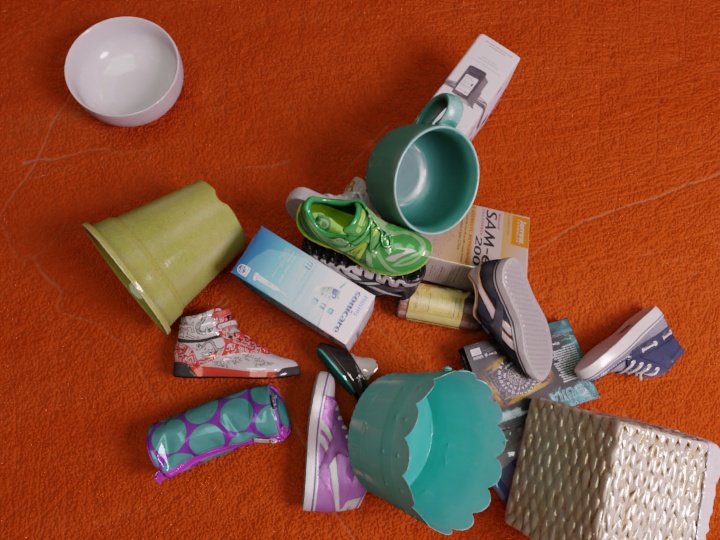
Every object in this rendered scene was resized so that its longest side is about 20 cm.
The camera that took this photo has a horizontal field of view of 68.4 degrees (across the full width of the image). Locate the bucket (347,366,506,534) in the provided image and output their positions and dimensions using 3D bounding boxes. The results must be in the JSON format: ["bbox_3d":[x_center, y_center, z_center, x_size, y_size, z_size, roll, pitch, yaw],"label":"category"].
[{"bbox_3d":[0.090,0.237,0.735,0.205,0.134,0.210,3,85,-39],"label":"bucket"}]

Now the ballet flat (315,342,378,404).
[{"bbox_3d":[0.009,0.185,0.827,0.068,0.068,0.201,-33,88,-20],"label":"ballet flat"}]

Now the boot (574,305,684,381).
[{"bbox_3d":[0.428,0.139,0.829,0.199,0.073,0.091,-30,81,-22],"label":"boot"}]

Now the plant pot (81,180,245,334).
[{"bbox_3d":[-0.287,-0.038,0.826,0.184,0.201,0.200,-40,79,-23],"label":"plant pot"}]

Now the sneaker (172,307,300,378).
[{"bbox_3d":[-0.193,0.115,0.835,0.198,0.067,0.109,1,77,1],"label":"sneaker"}]

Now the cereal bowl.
[{"bbox_3d":[-0.410,-0.342,0.946,0.197,0.083,0.203,0,75,-1],"label":"cereal bowl"}]

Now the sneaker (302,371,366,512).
[{"bbox_3d":[-0.027,0.257,0.804,0.113,0.073,0.203,3,85,-4],"label":"sneaker"}]

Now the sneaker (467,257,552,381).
[{"bbox_3d":[0.225,0.073,0.800,0.078,0.079,0.202,-34,108,-36],"label":"sneaker"}]

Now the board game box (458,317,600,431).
[{"bbox_3d":[0.265,0.163,0.830,0.198,0.028,0.137,-12,73,-18],"label":"board game box"}]

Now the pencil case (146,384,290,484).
[{"bbox_3d":[-0.209,0.240,0.791,0.198,0.086,0.093,-18,48,-6],"label":"pencil case"}]

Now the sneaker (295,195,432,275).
[{"bbox_3d":[0.004,-0.048,0.729,0.198,0.084,0.075,18,77,-1],"label":"sneaker"}]

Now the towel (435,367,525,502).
[{"bbox_3d":[0.219,0.235,0.836,0.146,0.024,0.201,-33,78,-9],"label":"towel"}]

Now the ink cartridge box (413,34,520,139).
[{"bbox_3d":[0.170,-0.271,0.909,0.083,0.145,0.201,34,76,7],"label":"ink cartridge box"}]

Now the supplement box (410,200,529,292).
[{"bbox_3d":[0.169,-0.041,0.869,0.197,0.074,0.127,13,59,2],"label":"supplement box"}]

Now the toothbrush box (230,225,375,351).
[{"bbox_3d":[-0.081,0.035,0.818,0.199,0.147,0.086,32,79,8],"label":"toothbrush box"}]

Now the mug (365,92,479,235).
[{"bbox_3d":[0.094,-0.150,0.793,0.185,0.114,0.152,-45,121,-12],"label":"mug"}]

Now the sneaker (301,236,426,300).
[{"bbox_3d":[0.000,0.000,0.816,0.198,0.091,0.067,17,54,11],"label":"sneaker"}]

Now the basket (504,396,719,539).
[{"bbox_3d":[0.324,0.288,0.707,0.159,0.198,0.202,20,81,-16],"label":"basket"}]

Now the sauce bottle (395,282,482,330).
[{"bbox_3d":[0.157,0.064,0.861,0.197,0.066,0.067,11,75,-1],"label":"sauce bottle"}]

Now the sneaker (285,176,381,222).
[{"bbox_3d":[-0.035,-0.108,0.857,0.073,0.199,0.117,-4,64,39],"label":"sneaker"}]
